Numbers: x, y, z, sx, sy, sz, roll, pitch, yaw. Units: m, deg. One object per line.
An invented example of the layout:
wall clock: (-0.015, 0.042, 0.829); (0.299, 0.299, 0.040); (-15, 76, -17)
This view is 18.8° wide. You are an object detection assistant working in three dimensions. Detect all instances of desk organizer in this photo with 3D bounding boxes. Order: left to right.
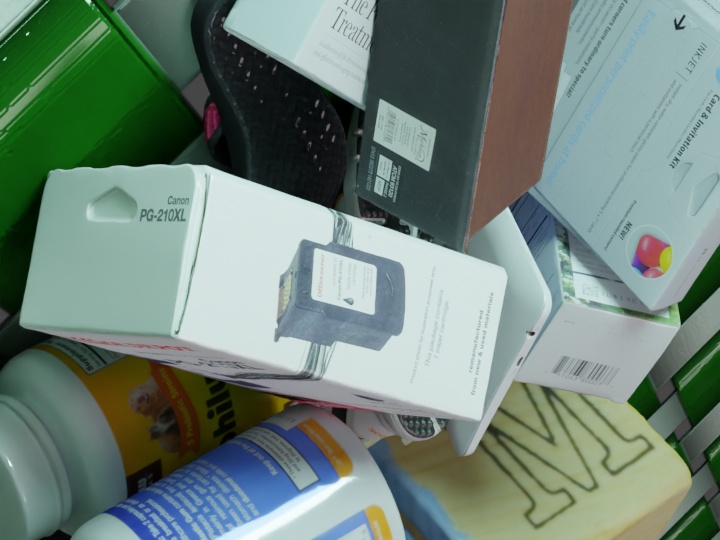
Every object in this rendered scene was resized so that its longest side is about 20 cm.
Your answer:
desk organizer: (0.057, -0.118, 1.073); (0.077, 0.071, 0.201); (-38, 147, -41)

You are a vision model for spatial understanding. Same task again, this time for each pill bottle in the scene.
pill bottle: (-0.126, 0.076, 1.203); (0.199, 0.109, 0.110); (-27, 151, -34)
pill bottle: (-0.084, 0.161, 1.134); (0.199, 0.112, 0.113); (-28, 151, -26)

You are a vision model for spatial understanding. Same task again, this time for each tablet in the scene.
tablet: (0.050, -0.008, 1.259); (0.014, 0.201, 0.131); (2, 134, -27)

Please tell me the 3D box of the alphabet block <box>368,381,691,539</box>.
alphabet block: (0.087, 0.175, 1.591); (0.199, 0.197, 0.196); (-28, 156, -34)

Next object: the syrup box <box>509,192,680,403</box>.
syrup box: (0.134, -0.026, 1.339); (0.078, 0.201, 0.082); (12, 137, -17)

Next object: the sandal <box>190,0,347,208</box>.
sandal: (-0.054, -0.088, 1.154); (0.075, 0.045, 0.201); (-41, 142, -23)

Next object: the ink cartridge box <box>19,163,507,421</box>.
ink cartridge box: (-0.049, 0.013, 1.090); (0.199, 0.144, 0.085); (18, 79, -39)

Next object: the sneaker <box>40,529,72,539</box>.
sneaker: (-0.171, 0.203, 1.262); (0.121, 0.200, 0.084); (-42, -175, 45)

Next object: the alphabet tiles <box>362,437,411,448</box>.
alphabet tiles: (0.080, 0.042, 1.448); (0.199, 0.006, 0.167); (-35, -162, 15)

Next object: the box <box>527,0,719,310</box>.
box: (0.143, -0.102, 1.241); (0.041, 0.200, 0.157); (-12, 140, -50)

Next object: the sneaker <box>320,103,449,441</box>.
sneaker: (0.000, 0.000, 1.243); (0.073, 0.202, 0.080); (9, 164, -44)

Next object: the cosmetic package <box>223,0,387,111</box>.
cosmetic package: (0.026, -0.156, 1.116); (0.152, 0.051, 0.200); (-63, 154, 3)
